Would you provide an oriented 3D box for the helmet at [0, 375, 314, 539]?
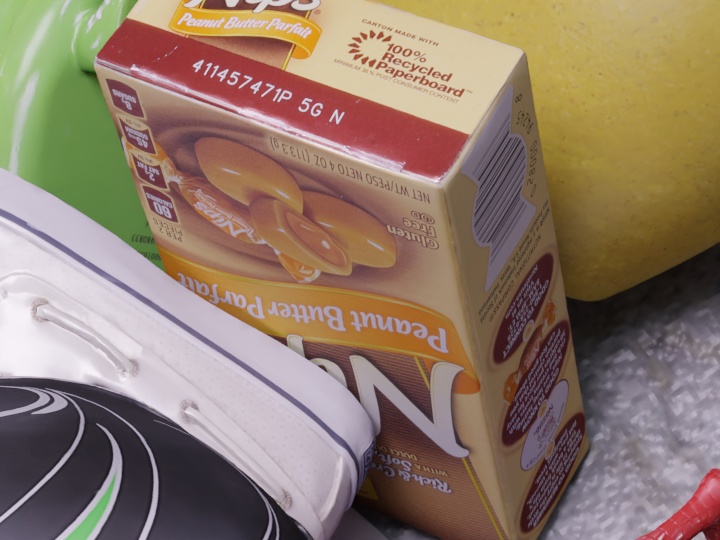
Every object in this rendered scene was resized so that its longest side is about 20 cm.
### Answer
[{"bbox_3d":[-0.092,0.135,0.711,0.199,0.201,0.191,-24,29,3],"label":"helmet"}]

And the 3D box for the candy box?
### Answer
[{"bbox_3d":[0.000,0.000,0.828,0.115,0.201,0.055,21,59,24],"label":"candy box"}]

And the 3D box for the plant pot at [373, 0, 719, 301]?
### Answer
[{"bbox_3d":[0.073,-0.077,0.875,0.200,0.200,0.142,41,107,29],"label":"plant pot"}]

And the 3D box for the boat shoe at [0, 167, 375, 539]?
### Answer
[{"bbox_3d":[-0.094,0.032,0.822,0.199,0.071,0.070,31,48,-3],"label":"boat shoe"}]

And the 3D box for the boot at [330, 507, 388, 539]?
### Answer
[{"bbox_3d":[-0.084,0.100,0.882,0.199,0.096,0.074,24,36,-3],"label":"boot"}]

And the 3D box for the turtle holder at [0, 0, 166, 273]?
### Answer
[{"bbox_3d":[-0.096,-0.038,0.931,0.131,0.187,0.141,20,34,38],"label":"turtle holder"}]

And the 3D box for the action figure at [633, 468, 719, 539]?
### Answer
[{"bbox_3d":[0.056,0.135,0.799,0.199,0.052,0.065,-34,41,-28],"label":"action figure"}]
